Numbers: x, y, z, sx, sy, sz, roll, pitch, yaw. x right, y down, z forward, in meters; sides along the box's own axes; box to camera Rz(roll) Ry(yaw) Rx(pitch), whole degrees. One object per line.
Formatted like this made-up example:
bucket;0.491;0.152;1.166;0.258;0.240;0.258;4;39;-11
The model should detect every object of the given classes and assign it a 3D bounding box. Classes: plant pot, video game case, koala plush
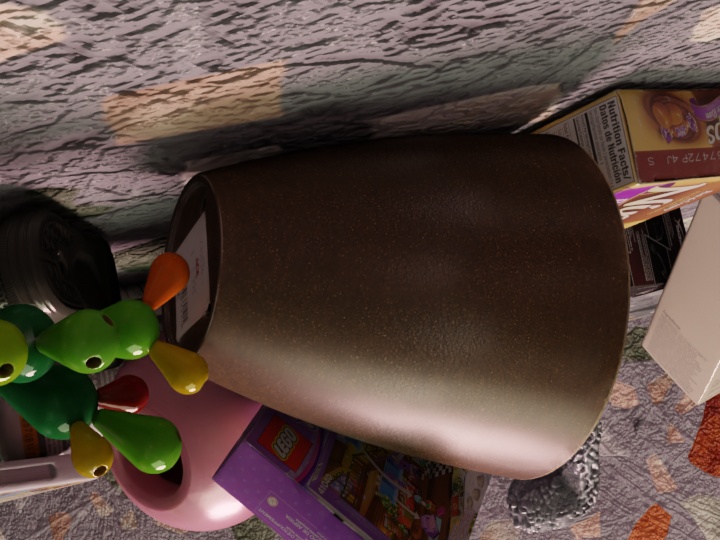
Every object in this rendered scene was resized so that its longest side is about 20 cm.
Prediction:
plant pot;0.004;0.010;0.625;0.197;0.190;0.186;6;165;-26
video game case;-0.307;0.155;0.805;0.197;0.023;0.181;-17;169;24
koala plush;0.061;0.088;0.882;0.196;0.179;0.186;-11;134;-4

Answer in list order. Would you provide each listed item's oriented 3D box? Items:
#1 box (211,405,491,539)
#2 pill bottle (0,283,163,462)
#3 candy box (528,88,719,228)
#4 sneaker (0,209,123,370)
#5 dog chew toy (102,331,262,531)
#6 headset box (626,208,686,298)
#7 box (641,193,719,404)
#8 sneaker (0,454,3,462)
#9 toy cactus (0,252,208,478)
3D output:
box;0.012;0.098;0.707;0.039;0.136;0.200;-49;-177;31
pill bottle;-0.175;0.071;0.899;0.197;0.118;0.116;-9;171;-19
candy box;0.133;-0.052;0.738;0.115;0.057;0.199;-6;171;-35
sneaker;-0.198;0.020;0.683;0.112;0.078;0.199;-9;170;4
dog chew toy;-0.073;0.083;0.780;0.123;0.126;0.199;-18;-175;34
headset box;0.172;-0.004;1.046;0.198;0.079;0.148;-3;168;-43
box;0.304;0.013;0.997;0.068;0.082;0.202;-23;146;-25
sneaker;-0.260;0.150;1.012;0.198;0.120;0.074;18;176;17
toy cactus;-0.167;0.024;0.544;0.163;0.104;0.199;-9;146;39
